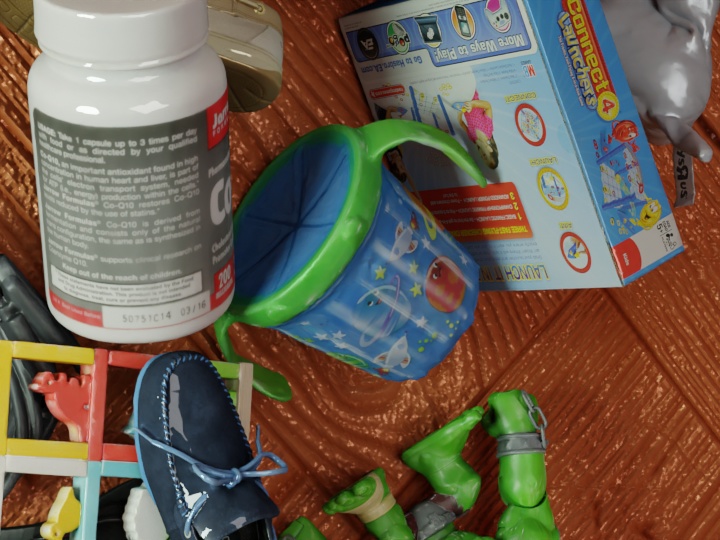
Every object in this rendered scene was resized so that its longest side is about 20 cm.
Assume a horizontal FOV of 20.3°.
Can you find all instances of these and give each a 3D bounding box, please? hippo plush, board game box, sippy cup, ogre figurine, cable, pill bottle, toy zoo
[{"bbox_3d":[0.152,-0.144,1.345,0.160,0.159,0.201,8,69,2],"label":"hippo plush"},{"bbox_3d":[0.090,-0.088,1.256,0.056,0.200,0.197,-27,103,-30],"label":"board game box"},{"bbox_3d":[0.000,0.000,1.249,0.130,0.177,0.140,35,51,-29],"label":"sippy cup"},{"bbox_3d":[0.054,0.171,1.304,0.200,0.098,0.120,-30,86,-40],"label":"ogre figurine"},{"bbox_3d":[-0.262,0.047,1.162,0.163,0.051,0.200,-44,114,-15],"label":"cable"},{"bbox_3d":[-0.131,-0.070,1.150,0.113,0.114,0.201,-16,122,-27],"label":"pill bottle"},{"bbox_3d":[-0.156,0.111,1.173,0.199,0.020,0.132,8,82,-32],"label":"toy zoo"}]

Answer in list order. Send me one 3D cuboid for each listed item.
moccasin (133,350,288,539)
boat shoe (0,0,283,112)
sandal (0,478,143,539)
[{"bbox_3d":[-0.073,0.142,1.172,0.080,0.068,0.201,-22,99,-33],"label":"moccasin"},{"bbox_3d":[-0.138,-0.161,1.214,0.199,0.074,0.070,22,57,-20],"label":"boat shoe"},{"bbox_3d":[-0.164,0.176,1.209,0.199,0.048,0.076,-15,97,-27],"label":"sandal"}]
